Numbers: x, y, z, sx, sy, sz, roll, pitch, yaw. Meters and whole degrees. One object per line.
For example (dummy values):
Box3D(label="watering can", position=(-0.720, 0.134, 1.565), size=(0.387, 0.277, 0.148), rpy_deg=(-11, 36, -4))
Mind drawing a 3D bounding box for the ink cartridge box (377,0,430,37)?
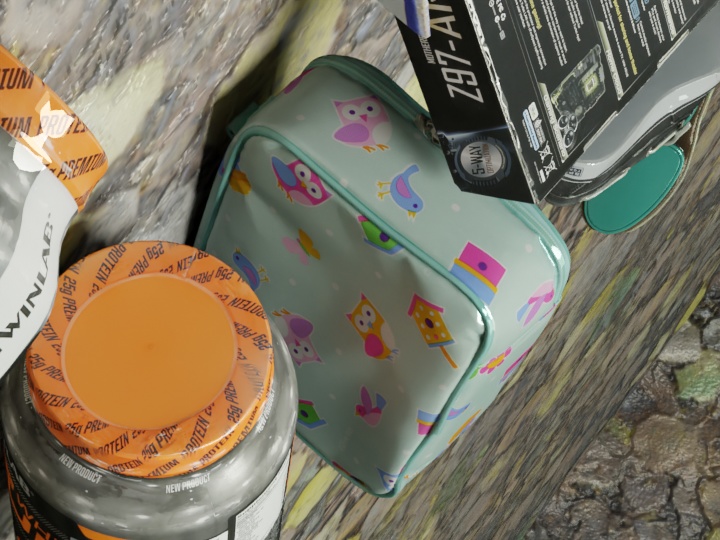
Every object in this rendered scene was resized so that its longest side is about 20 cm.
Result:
Box3D(label="ink cartridge box", position=(-0.057, -0.147, 0.412), size=(0.047, 0.200, 0.198), rpy_deg=(-51, 167, -12))

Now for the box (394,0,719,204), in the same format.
Box3D(label="box", position=(0.071, -0.153, 0.985), size=(0.160, 0.043, 0.200), rpy_deg=(-48, 132, -32))

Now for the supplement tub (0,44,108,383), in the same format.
Box3D(label="supplement tub", position=(-0.163, 0.020, 0.631), size=(0.200, 0.122, 0.123), rpy_deg=(-52, 167, -10))

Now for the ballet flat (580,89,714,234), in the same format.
Box3D(label="ballet flat", position=(0.232, -0.114, 1.851), size=(0.200, 0.067, 0.062), rpy_deg=(-61, 175, 27))

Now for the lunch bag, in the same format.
Box3D(label="lunch bag", position=(0.000, 0.000, 1.098), size=(0.077, 0.160, 0.200), rpy_deg=(-40, 167, -32))

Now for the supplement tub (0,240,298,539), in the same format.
Box3D(label="supplement tub", position=(-0.090, 0.076, 1.034), size=(0.123, 0.122, 0.200), rpy_deg=(-49, 165, -25))

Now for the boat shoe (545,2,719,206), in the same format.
Box3D(label="boat shoe", position=(0.195, -0.113, 1.684), size=(0.199, 0.074, 0.068), rpy_deg=(-47, 161, -30))
